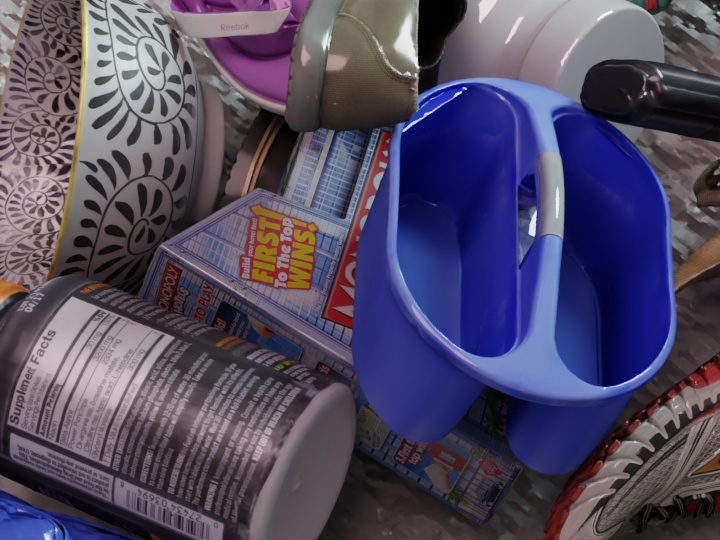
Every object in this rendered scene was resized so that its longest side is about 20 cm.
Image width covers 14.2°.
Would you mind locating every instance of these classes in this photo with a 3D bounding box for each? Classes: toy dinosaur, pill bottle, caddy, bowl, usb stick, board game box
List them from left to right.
[{"bbox_3d":[-0.128,-0.060,1.521,0.094,0.201,0.201,8,55,-18],"label":"bowl"},{"bbox_3d":[-0.111,0.067,1.380,0.200,0.106,0.106,22,65,19],"label":"pill bottle"},{"bbox_3d":[0.000,0.000,1.434,0.199,0.062,0.200,21,52,-5],"label":"board game box"},{"bbox_3d":[0.053,-0.126,1.505,0.200,0.116,0.116,27,67,36],"label":"pill bottle"},{"bbox_3d":[0.072,-0.004,1.343,0.141,0.105,0.200,14,45,-13],"label":"caddy"},{"bbox_3d":[0.191,-0.076,1.433,0.055,0.200,0.033,6,89,48],"label":"usb stick"},{"bbox_3d":[0.194,-0.017,1.434,0.199,0.058,0.101,-21,15,-11],"label":"toy dinosaur"}]

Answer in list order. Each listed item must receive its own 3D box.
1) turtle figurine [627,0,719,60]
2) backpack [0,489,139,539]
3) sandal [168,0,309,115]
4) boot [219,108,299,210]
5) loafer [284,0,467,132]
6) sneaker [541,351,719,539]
[{"bbox_3d":[0.193,-0.172,1.543,0.200,0.101,0.150,-35,62,-19],"label":"turtle figurine"},{"bbox_3d":[-0.171,0.186,1.362,0.200,0.168,0.163,23,72,21],"label":"backpack"},{"bbox_3d":[-0.066,-0.146,1.488,0.203,0.050,0.083,42,99,35],"label":"sandal"},{"bbox_3d":[-0.013,-0.002,1.512,0.138,0.078,0.200,19,55,3],"label":"boot"},{"bbox_3d":[0.018,-0.127,1.390,0.069,0.075,0.200,13,43,7],"label":"loafer"},{"bbox_3d":[0.172,0.090,1.382,0.200,0.078,0.082,-35,83,-13],"label":"sneaker"}]
